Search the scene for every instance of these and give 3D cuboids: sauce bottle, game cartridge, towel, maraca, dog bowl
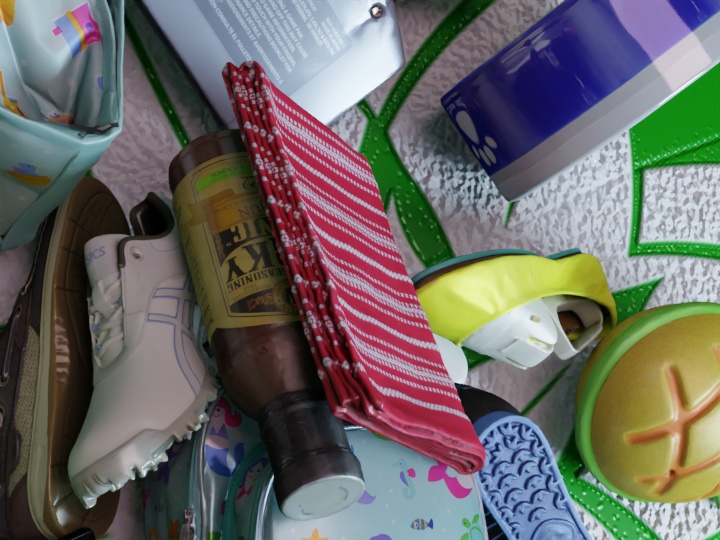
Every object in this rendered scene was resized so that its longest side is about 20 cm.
[{"bbox_3d":[-0.043,0.023,0.675,0.064,0.065,0.200,-3,54,-26],"label":"sauce bottle"},{"bbox_3d":[-0.060,-0.169,0.793,0.133,0.040,0.200,-35,122,-5],"label":"game cartridge"},{"bbox_3d":[0.000,0.000,0.691,0.145,0.022,0.201,34,32,-57],"label":"towel"},{"bbox_3d":[0.215,0.090,0.886,0.200,0.107,0.137,21,105,-35],"label":"maraca"},{"bbox_3d":[0.149,-0.131,0.854,0.200,0.200,0.079,-37,92,-28],"label":"dog bowl"}]

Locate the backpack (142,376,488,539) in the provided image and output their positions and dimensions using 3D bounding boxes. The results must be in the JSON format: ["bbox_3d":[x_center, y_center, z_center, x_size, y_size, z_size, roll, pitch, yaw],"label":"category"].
[{"bbox_3d":[-0.024,0.141,0.738,0.177,0.150,0.201,5,68,-30],"label":"backpack"}]

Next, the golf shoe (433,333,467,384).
[{"bbox_3d":[-0.009,0.011,0.805,0.200,0.091,0.075,38,63,-14],"label":"golf shoe"}]

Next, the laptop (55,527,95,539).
[{"bbox_3d":[-0.170,0.255,0.654,0.177,0.103,0.201,-23,127,-29],"label":"laptop"}]

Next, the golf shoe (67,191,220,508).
[{"bbox_3d":[-0.115,0.034,0.701,0.097,0.078,0.200,48,27,-16],"label":"golf shoe"}]

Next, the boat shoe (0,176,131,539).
[{"bbox_3d":[-0.162,0.045,0.734,0.072,0.066,0.202,39,43,-54],"label":"boat shoe"}]

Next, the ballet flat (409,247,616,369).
[{"bbox_3d":[0.100,0.024,0.830,0.200,0.067,0.067,-4,63,-56],"label":"ballet flat"}]

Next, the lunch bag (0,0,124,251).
[{"bbox_3d":[-0.203,-0.115,0.696,0.122,0.170,0.200,-37,94,-37],"label":"lunch bag"}]

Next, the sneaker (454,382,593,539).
[{"bbox_3d":[0.092,0.154,0.829,0.070,0.078,0.201,-25,115,-15],"label":"sneaker"}]
